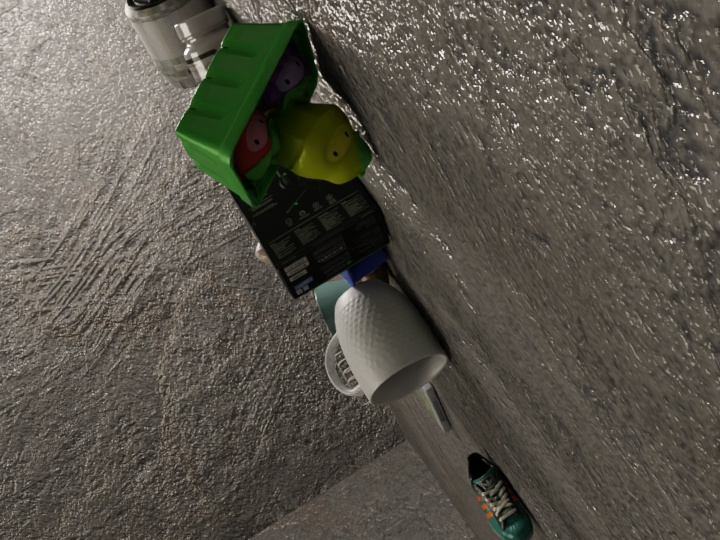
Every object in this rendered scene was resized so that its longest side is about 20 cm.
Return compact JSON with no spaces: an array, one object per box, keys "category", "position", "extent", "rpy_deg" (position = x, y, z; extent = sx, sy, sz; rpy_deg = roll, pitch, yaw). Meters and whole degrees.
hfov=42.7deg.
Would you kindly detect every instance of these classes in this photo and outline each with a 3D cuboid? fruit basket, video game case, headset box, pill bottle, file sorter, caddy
[{"category":"fruit basket","position":[-0.086,-0.175,1.095],"extent":[0.216,0.215,0.156],"rpy_deg":[57,175,22]},{"category":"video game case","position":[0.133,0.256,2.115],"extent":[0.200,0.022,0.182],"rpy_deg":[54,172,44]},{"category":"headset box","position":[-0.083,-0.089,1.392],"extent":[0.200,0.174,0.093],"rpy_deg":[55,173,33]},{"category":"pill bottle","position":[-0.253,-0.375,1.690],"extent":[0.200,0.114,0.114],"rpy_deg":[65,173,-18]},{"category":"file sorter","position":[0.000,0.394,3.537],"extent":[0.200,0.124,0.139],"rpy_deg":[54,172,44]},{"category":"caddy","position":[-0.043,-0.065,1.518],"extent":[0.200,0.105,0.141],"rpy_deg":[56,173,34]}]

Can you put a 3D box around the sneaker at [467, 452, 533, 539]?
[{"category":"sneaker","position":[0.246,0.417,1.693],"extent":[0.080,0.071,0.200],"rpy_deg":[58,178,-36]}]

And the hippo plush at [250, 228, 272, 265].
[{"category":"hippo plush","position":[-0.101,-0.103,1.649],"extent":[0.159,0.200,0.161],"rpy_deg":[51,152,29]}]

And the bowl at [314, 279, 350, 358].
[{"category":"bowl","position":[-0.002,0.095,1.901],"extent":[0.201,0.105,0.201],"rpy_deg":[60,-171,-16]}]

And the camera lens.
[{"category":"camera lens","position":[-0.367,-0.493,1.865],"extent":[0.160,0.160,0.200],"rpy_deg":[53,172,50]}]

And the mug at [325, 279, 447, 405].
[{"category":"mug","position":[0.020,0.125,1.529],"extent":[0.148,0.200,0.176],"rpy_deg":[10,-137,-55]}]

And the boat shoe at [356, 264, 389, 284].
[{"category":"boat shoe","position":[0.000,0.000,1.666],"extent":[0.068,0.072,0.200],"rpy_deg":[61,175,-17]}]
